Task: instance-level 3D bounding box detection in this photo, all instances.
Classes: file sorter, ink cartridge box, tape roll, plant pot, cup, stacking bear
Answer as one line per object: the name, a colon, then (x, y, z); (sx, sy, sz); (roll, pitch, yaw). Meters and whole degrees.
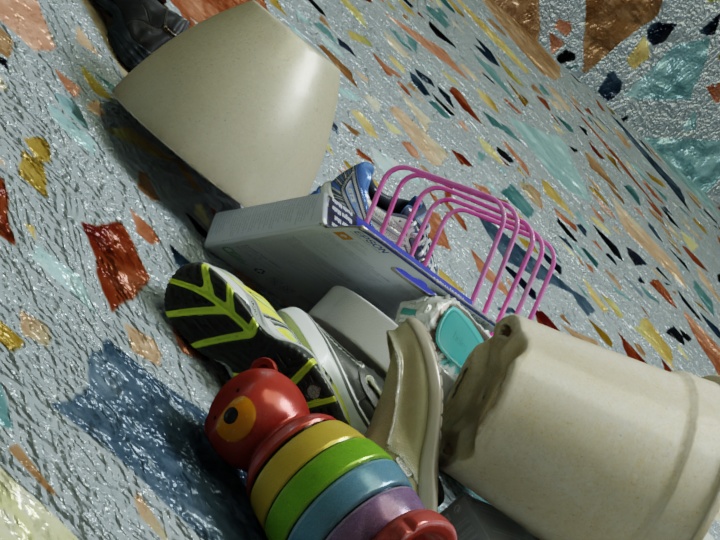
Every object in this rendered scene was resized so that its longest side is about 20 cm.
file sorter: (0.089, -0.009, 1.982); (0.138, 0.126, 0.200); (21, -4, 22)
ink cartridge box: (0.000, 0.000, 1.794); (0.199, 0.199, 0.041); (36, 62, -37)
tape roll: (0.036, 0.094, 1.763); (0.203, 0.037, 0.203); (43, -9, 9)
plant pot: (0.164, 0.133, 1.624); (0.182, 0.201, 0.201); (27, 21, -12)
cup: (-0.099, -0.152, 1.862); (0.200, 0.144, 0.200); (39, 5, -4)
stacking bear: (-0.034, 0.150, 1.480); (0.200, 0.122, 0.113); (47, 16, 25)

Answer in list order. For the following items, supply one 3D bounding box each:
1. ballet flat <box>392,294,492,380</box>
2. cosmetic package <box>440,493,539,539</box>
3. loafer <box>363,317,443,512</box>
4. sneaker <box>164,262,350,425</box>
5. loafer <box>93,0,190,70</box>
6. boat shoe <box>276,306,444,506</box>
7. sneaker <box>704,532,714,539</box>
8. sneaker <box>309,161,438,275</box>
ballet flat: (0.091, 0.083, 1.783); (0.200, 0.071, 0.072); (51, 10, -40)
cosmetic package: (0.120, 0.280, 1.608); (0.107, 0.090, 0.201); (29, 27, -47)
loafer: (0.026, 0.135, 1.581); (0.076, 0.068, 0.202); (109, -18, -78)
sneaker: (-0.066, 0.071, 1.630); (0.201, 0.075, 0.076); (52, 17, 11)
loafer: (-0.215, -0.267, 2.038); (0.073, 0.072, 0.201); (27, 25, -48)
boat shoe: (-0.004, 0.113, 1.672); (0.063, 0.071, 0.201); (-21, 73, -33)
sneaker: (0.206, 0.258, 1.749); (0.111, 0.200, 0.077); (45, -27, 5)
sneaker: (0.042, -0.027, 2.118); (0.200, 0.085, 0.077); (46, 16, -9)
